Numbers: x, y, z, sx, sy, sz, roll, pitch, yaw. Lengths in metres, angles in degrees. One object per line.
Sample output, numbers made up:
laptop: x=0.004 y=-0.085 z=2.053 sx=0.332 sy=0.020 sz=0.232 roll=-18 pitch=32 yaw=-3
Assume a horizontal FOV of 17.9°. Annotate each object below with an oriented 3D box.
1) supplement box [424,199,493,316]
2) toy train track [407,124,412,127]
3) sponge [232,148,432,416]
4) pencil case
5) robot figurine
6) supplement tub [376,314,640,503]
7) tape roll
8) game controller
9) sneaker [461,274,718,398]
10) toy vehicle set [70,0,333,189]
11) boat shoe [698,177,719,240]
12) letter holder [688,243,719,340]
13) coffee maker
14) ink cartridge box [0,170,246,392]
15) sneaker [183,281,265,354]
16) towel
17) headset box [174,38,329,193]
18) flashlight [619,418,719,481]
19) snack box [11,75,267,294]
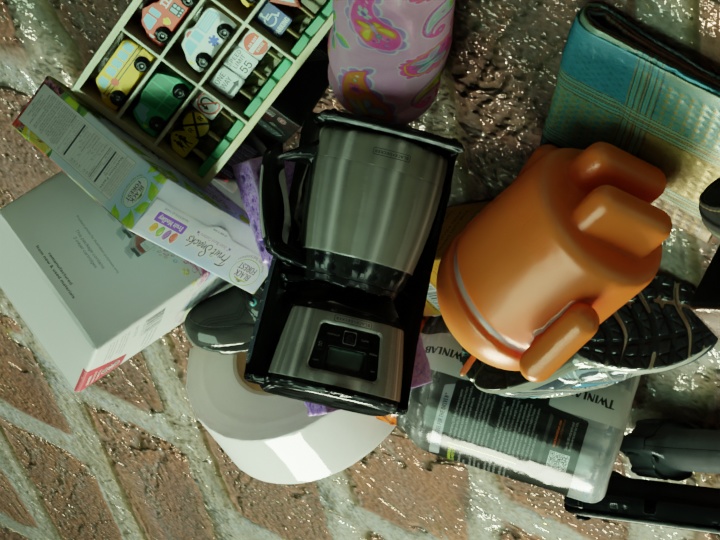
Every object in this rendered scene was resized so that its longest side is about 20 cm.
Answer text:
supplement box: x=0.101 y=-0.013 z=1.772 sx=0.069 sy=0.067 sz=0.200 roll=46 pitch=153 yaw=-23
toy train track: x=0.023 y=-0.028 z=1.786 sx=0.115 sy=0.032 sz=0.201 roll=37 pitch=128 yaw=38
sponge: x=-0.020 y=0.003 z=1.732 sx=0.030 sy=0.111 sz=0.201 roll=-18 pitch=89 yaw=51
pencil case: x=0.021 y=-0.178 z=1.530 sx=0.087 sy=0.088 sz=0.200 roll=27 pitch=156 yaw=12
robot figurine: x=0.131 y=-0.008 z=1.591 sx=0.200 sy=0.116 sz=0.144 roll=-43 pitch=74 yaw=39
supplement tub: x=0.120 y=0.106 z=1.869 sx=0.199 sy=0.123 sz=0.123 roll=17 pitch=155 yaw=6
tape roll: x=-0.051 y=0.084 z=1.987 sx=0.202 sy=0.203 sz=0.071 roll=13 pitch=151 yaw=39
game controller: x=0.274 y=0.198 z=1.913 sx=0.199 sy=0.042 sz=0.104 roll=6 pitch=179 yaw=26
sneaker: x=0.182 y=0.055 z=1.758 sx=0.199 sy=0.078 sz=0.086 roll=-9 pitch=162 yaw=19
toy vehicle set: x=-0.106 y=-0.167 z=1.636 sx=0.124 sy=0.027 sz=0.200 roll=35 pitch=121 yaw=-8
boat shoe: x=0.296 y=-0.060 z=1.436 sx=0.199 sy=0.075 sz=0.074 roll=-4 pitch=123 yaw=43
letter holder: x=0.345 y=0.029 z=1.497 sx=0.199 sy=0.101 sz=0.142 roll=2 pitch=145 yaw=50
coffee maker: x=0.000 y=0.000 z=1.631 sx=0.134 sy=0.201 sz=0.192 roll=13 pitch=177 yaw=16
ink cartridge box: x=-0.191 y=-0.023 z=1.917 sx=0.145 sy=0.199 sz=0.145 roll=54 pitch=158 yaw=7
sneaker: x=-0.060 y=0.002 z=1.902 sx=0.076 sy=0.199 sz=0.080 roll=-115 pitch=2 yaw=-49
towel: x=0.196 y=-0.097 z=1.542 sx=0.146 sy=0.022 sz=0.200 roll=30 pitch=159 yaw=9
headset box: x=-0.117 y=-0.150 z=1.767 sx=0.148 sy=0.075 sz=0.200 roll=36 pitch=157 yaw=-9
flashlight: x=0.299 y=0.149 z=1.848 sx=0.200 sy=0.068 sz=0.068 roll=-4 pitch=119 yaw=61
snack box: x=-0.157 y=-0.062 z=1.732 sx=0.142 sy=0.053 sz=0.200 roll=41 pitch=-175 yaw=28
